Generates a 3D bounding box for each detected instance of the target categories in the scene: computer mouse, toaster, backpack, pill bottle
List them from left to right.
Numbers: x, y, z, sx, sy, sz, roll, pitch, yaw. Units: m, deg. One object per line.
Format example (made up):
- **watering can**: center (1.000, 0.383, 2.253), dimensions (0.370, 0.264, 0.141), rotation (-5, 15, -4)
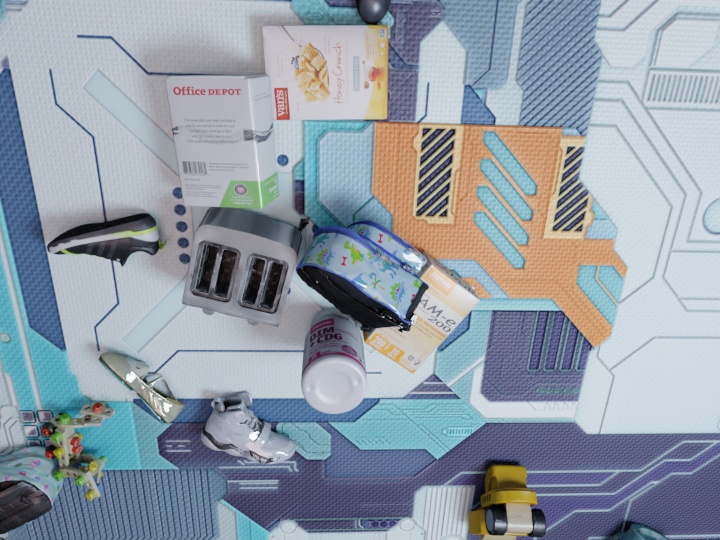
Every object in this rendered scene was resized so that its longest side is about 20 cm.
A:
- **backpack**: center (-0.723, 0.455, 1.104), dimensions (0.199, 0.127, 0.168), rotation (-22, 124, 5)
- **toaster**: center (-0.202, -0.011, 0.945), dimensions (0.180, 0.119, 0.201), rotation (15, 111, -10)
- **pill bottle**: center (-0.049, 0.155, 0.978), dimensions (0.112, 0.200, 0.114), rotation (-1, 113, -3)
- **backpack**: center (0.000, 0.000, 0.926), dimensions (0.199, 0.183, 0.148), rotation (33, 71, -20)
- **computer mouse**: center (0.024, -0.481, 0.806), dimensions (0.058, 0.034, 0.202), rotation (2, 110, -2)

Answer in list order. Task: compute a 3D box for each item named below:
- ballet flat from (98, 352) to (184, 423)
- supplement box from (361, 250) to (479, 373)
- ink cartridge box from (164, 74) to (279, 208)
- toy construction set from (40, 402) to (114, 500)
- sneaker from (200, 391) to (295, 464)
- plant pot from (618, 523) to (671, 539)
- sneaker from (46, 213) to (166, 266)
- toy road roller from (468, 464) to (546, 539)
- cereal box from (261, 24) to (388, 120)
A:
- **ballet flat**: center (-0.430, 0.221, 1.068), dimensions (0.062, 0.067, 0.201), rotation (-42, 115, -16)
- **supplement box**: center (0.112, 0.082, 1.025), dimensions (0.126, 0.074, 0.200), rotation (34, 106, -16)
- **ink cartridge box**: center (-0.218, -0.209, 0.862), dimensions (0.144, 0.084, 0.201), rotation (4, 113, 12)
- **toy construction set**: center (-0.571, 0.356, 1.089), dimensions (0.130, 0.092, 0.201), rotation (19, 104, 15)
- **sneaker**: center (-0.223, 0.324, 1.104), dimensions (0.198, 0.075, 0.116), rotation (15, 114, -6)
- **plant pot**: center (0.675, 0.724, 1.269), dimensions (0.199, 0.200, 0.189), rotation (22, 95, -12)
- **sneaker**: center (-0.447, -0.039, 0.944), dimensions (0.198, 0.072, 0.083), rotation (-11, 114, 1)
- **toy road roller**: center (0.327, 0.526, 1.215), dimensions (0.122, 0.147, 0.200), rotation (5, 149, -6)
- **cereal box**: center (-0.055, -0.319, 0.868), dimensions (0.198, 0.040, 0.145), rotation (-2, 112, -3)
